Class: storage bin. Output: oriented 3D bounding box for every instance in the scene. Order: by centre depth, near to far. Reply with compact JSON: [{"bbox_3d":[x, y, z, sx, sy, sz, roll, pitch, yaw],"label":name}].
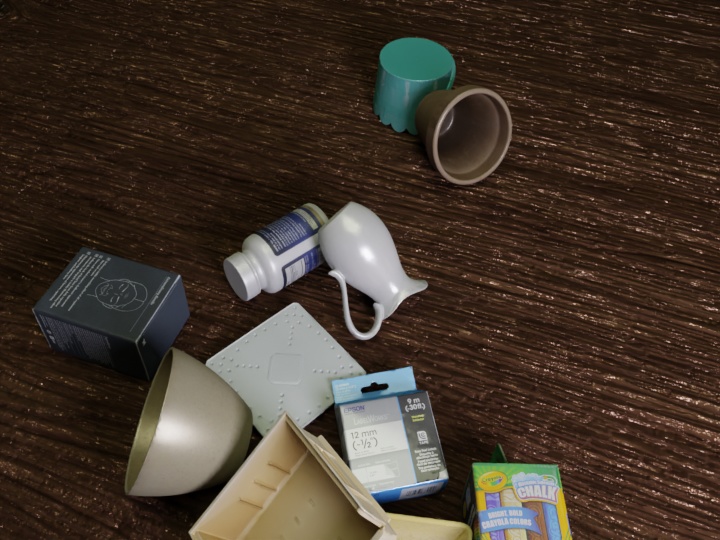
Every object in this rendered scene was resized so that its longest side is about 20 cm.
[{"bbox_3d":[-0.085,0.330,0.850,0.201,0.094,0.198,-50,47,-3],"label":"storage bin"}]

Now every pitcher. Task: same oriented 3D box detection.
[{"bbox_3d":[0.000,0.000,1.183,0.171,0.121,0.201,-44,99,-25],"label":"pitcher"}]

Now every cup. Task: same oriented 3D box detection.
[{"bbox_3d":[-0.237,0.230,0.970,0.140,0.201,0.204,20,44,-21],"label":"cup"}]

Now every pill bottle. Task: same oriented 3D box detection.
[{"bbox_3d":[-0.147,-0.030,1.235,0.198,0.113,0.111,-32,56,-28],"label":"pill bottle"}]

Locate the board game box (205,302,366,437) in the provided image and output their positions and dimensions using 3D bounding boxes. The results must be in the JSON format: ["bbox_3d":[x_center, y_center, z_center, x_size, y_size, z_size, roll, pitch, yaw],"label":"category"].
[{"bbox_3d":[-0.123,0.169,1.117,0.198,0.026,0.199,-33,57,-28],"label":"board game box"}]

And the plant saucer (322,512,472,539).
[{"bbox_3d":[0.040,0.422,0.862,0.193,0.049,0.205,5,62,5],"label":"plant saucer"}]

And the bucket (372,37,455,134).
[{"bbox_3d":[0.126,-0.438,1.589,0.200,0.137,0.212,1,49,-2],"label":"bucket"}]

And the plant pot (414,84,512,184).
[{"bbox_3d":[0.200,-0.311,1.465,0.195,0.205,0.175,-18,33,-18],"label":"plant pot"}]

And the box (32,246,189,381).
[{"bbox_3d":[-0.412,0.070,1.138,0.194,0.109,0.150,15,49,12],"label":"box"}]

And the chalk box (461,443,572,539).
[{"bbox_3d":[0.205,0.340,0.913,0.120,0.127,0.204,2,49,0],"label":"chalk box"}]

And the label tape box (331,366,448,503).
[{"bbox_3d":[0.039,0.237,1.020,0.139,0.067,0.205,-7,59,-9],"label":"label tape box"}]
